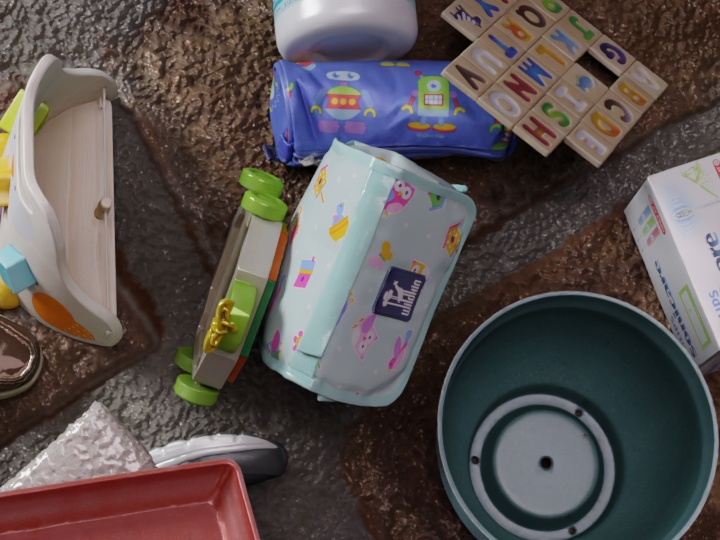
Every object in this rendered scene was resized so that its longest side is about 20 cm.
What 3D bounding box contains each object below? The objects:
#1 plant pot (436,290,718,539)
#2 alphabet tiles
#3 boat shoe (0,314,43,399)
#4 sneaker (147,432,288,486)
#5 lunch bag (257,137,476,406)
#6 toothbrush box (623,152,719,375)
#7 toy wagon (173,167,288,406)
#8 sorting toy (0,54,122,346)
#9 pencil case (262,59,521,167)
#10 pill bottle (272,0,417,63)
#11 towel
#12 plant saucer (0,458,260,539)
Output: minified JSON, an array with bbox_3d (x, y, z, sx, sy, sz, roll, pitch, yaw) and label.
[{"bbox_3d":[0.144,0.130,1.517,0.198,0.134,0.202,2,73,-6],"label":"plant pot"},{"bbox_3d":[0.139,-0.156,1.611,0.167,0.008,0.200,39,36,5],"label":"alphabet tiles"},{"bbox_3d":[-0.328,0.044,1.514,0.201,0.075,0.075,13,72,-3],"label":"boat shoe"},{"bbox_3d":[-0.144,0.172,1.507,0.198,0.074,0.085,-15,81,-2],"label":"sneaker"},{"bbox_3d":[0.000,0.000,1.480,0.121,0.200,0.171,24,94,0],"label":"lunch bag"},{"bbox_3d":[0.324,-0.023,1.614,0.199,0.086,0.147,-18,76,-11],"label":"toothbrush box"},{"bbox_3d":[-0.089,0.018,1.486,0.039,0.200,0.156,18,103,-10],"label":"toy wagon"},{"bbox_3d":[-0.224,-0.065,1.506,0.106,0.180,0.202,-1,73,-8],"label":"sorting toy"},{"bbox_3d":[0.026,-0.119,1.608,0.198,0.078,0.088,-1,66,-8],"label":"pencil case"},{"bbox_3d":[-0.018,-0.262,1.629,0.110,0.111,0.202,-3,74,-8],"label":"pill bottle"},{"bbox_3d":[-0.209,0.201,1.451,0.200,0.034,0.133,-42,94,4],"label":"towel"},{"bbox_3d":[-0.152,0.230,1.364,0.198,0.037,0.201,-7,59,-20],"label":"plant saucer"}]
